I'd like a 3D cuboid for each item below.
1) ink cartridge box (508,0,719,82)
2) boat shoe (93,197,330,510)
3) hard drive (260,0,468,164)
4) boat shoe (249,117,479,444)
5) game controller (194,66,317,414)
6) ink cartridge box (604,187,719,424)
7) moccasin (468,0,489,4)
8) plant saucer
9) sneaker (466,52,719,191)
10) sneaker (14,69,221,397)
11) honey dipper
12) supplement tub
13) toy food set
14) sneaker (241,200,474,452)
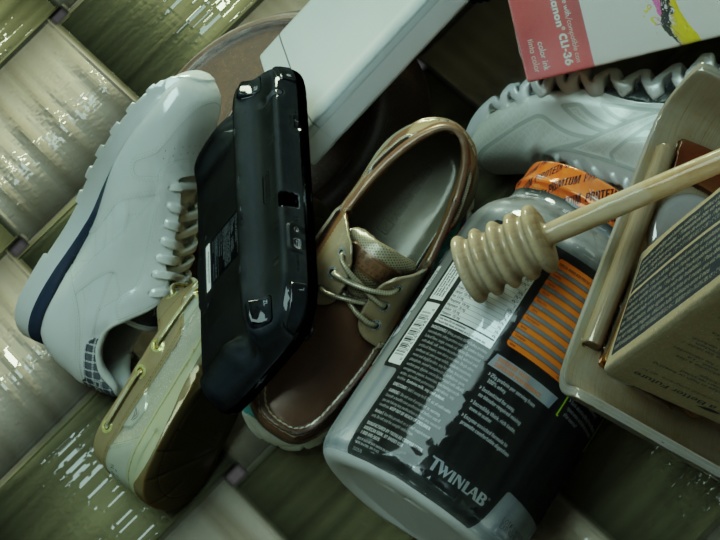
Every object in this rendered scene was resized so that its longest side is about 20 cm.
[{"bbox_3d":[0.184,-0.167,1.575,0.199,0.068,0.117,-13,12,9],"label":"ink cartridge box"},{"bbox_3d":[-0.089,0.037,1.624,0.066,0.074,0.201,26,79,36],"label":"boat shoe"},{"bbox_3d":[0.023,-0.165,1.625,0.200,0.027,0.132,-46,26,14],"label":"hard drive"},{"bbox_3d":[0.000,0.000,1.528,0.075,0.072,0.201,28,80,0],"label":"boat shoe"},{"bbox_3d":[-0.059,-0.019,1.551,0.104,0.042,0.201,122,154,-43],"label":"game controller"},{"bbox_3d":[0.241,0.033,1.348,0.199,0.165,0.075,23,67,-11],"label":"ink cartridge box"},{"bbox_3d":[0.141,-0.215,1.676,0.199,0.068,0.081,-30,59,9],"label":"moccasin"},{"bbox_3d":[-0.055,-0.082,1.712,0.199,0.035,0.201,-13,56,20],"label":"plant saucer"},{"bbox_3d":[0.150,-0.070,1.580,0.199,0.075,0.082,-6,69,26],"label":"sneaker"},{"bbox_3d":[-0.125,-0.023,1.661,0.080,0.076,0.201,38,111,27],"label":"sneaker"},{"bbox_3d":[0.142,-0.037,1.420,0.199,0.038,0.038,-23,53,15],"label":"honey dipper"},{"bbox_3d":[0.079,0.049,1.504,0.122,0.123,0.200,24,73,36],"label":"supplement tub"},{"bbox_3d":[0.199,0.012,1.452,0.060,0.143,0.201,-33,31,64],"label":"toy food set"},{"bbox_3d":[-0.003,0.009,1.597,0.077,0.080,0.201,21,71,36],"label":"sneaker"}]
